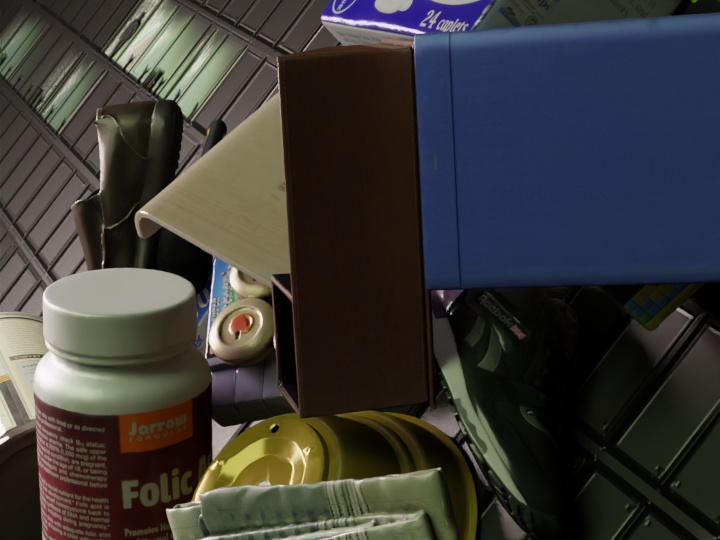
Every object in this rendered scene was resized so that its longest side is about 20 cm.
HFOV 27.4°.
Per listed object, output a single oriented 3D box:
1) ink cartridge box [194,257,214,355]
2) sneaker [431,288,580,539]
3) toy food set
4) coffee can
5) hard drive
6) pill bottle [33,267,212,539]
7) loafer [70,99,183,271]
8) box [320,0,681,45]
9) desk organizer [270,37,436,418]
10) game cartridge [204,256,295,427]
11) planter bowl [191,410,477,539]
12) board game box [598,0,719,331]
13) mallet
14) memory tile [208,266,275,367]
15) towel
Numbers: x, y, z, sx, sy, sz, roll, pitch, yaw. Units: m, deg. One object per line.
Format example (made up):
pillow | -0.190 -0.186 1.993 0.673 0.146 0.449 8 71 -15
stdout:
ink cartridge box | -0.098 -0.004 1.142 0.200 0.044 0.094 -57 31 -6
sneaker | 0.089 0.055 0.831 0.087 0.076 0.200 -26 48 4
toy food set | -0.039 -0.036 0.983 0.200 0.061 0.143 28 60 37
coffee can | -0.248 0.135 1.104 0.146 0.146 0.200 -51 32 2
hard drive | 0.129 -0.059 0.742 0.199 0.025 0.132 -2 94 14
pill bottle | -0.152 0.107 0.954 0.114 0.114 0.201 31 125 57
loafer | -0.183 -0.035 1.112 0.073 0.071 0.201 -71 -8 -81
box | 0.102 -0.190 0.876 0.200 0.105 0.184 -54 30 -6
desk organizer | -0.009 -0.024 0.815 0.072 0.077 0.201 -144 50 -72
game cartridge | -0.043 0.007 1.024 0.129 0.038 0.201 -10 52 14
planter bowl | -0.038 0.145 0.858 0.200 0.084 0.201 -22 41 21
board game box | 0.170 -0.087 0.837 0.165 0.057 0.200 -43 34 12
mallet | -0.123 -0.068 1.143 0.200 0.041 0.066 -84 6 -47
memory tile | 0.000 0.000 0.977 0.199 0.017 0.154 0 56 25
towel | -0.022 0.205 0.754 0.192 0.034 0.201 -14 85 36
